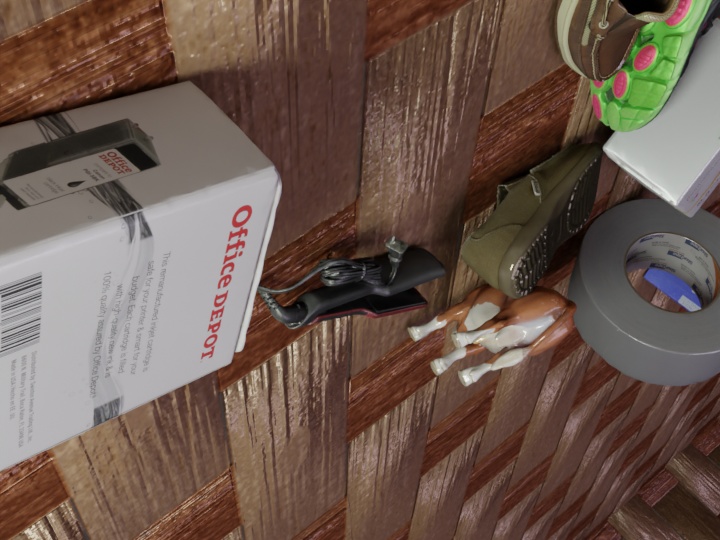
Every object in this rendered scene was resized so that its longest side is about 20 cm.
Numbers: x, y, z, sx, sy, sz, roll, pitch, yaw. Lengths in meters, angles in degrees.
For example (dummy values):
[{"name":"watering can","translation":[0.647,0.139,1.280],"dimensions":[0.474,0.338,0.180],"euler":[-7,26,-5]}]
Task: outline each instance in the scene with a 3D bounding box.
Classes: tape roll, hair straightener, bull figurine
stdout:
[{"name":"tape roll","translation":[0.326,0.020,1.072],"dimensions":[0.199,0.200,0.067],"euler":[-34,152,-23]},{"name":"hair straightener","translation":[0.000,0.000,0.756],"dimensions":[0.199,0.041,0.077],"euler":[-4,131,-48]},{"name":"bull figurine","translation":[0.117,0.049,0.898],"dimensions":[0.120,0.066,0.200],"euler":[-28,-178,-14]}]

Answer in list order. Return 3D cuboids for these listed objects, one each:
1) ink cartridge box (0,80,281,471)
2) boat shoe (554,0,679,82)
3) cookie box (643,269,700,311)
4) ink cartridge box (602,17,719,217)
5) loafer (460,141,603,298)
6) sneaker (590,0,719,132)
[{"name":"ink cartridge box","translation":[-0.149,0.008,0.483],"dimensions":[0.199,0.083,0.148],"euler":[-23,146,-38]},{"name":"boat shoe","translation":[0.185,-0.193,0.707],"dimensions":[0.075,0.075,0.203],"euler":[-42,153,-9]},{"name":"cookie box","translation":[0.510,0.038,1.406],"dimensions":[0.076,0.171,0.199],"euler":[-56,152,15]},{"name":"ink cartridge box","translation":[0.314,-0.135,0.934],"dimensions":[0.146,0.087,0.200],"euler":[-54,164,12]},{"name":"loafer","translation":[0.152,-0.056,0.863],"dimensions":[0.200,0.067,0.077],"euler":[-44,146,-42]},{"name":"sneaker","translation":[0.255,-0.197,0.806],"dimensions":[0.083,0.077,0.201],"euler":[-12,139,-42]}]
